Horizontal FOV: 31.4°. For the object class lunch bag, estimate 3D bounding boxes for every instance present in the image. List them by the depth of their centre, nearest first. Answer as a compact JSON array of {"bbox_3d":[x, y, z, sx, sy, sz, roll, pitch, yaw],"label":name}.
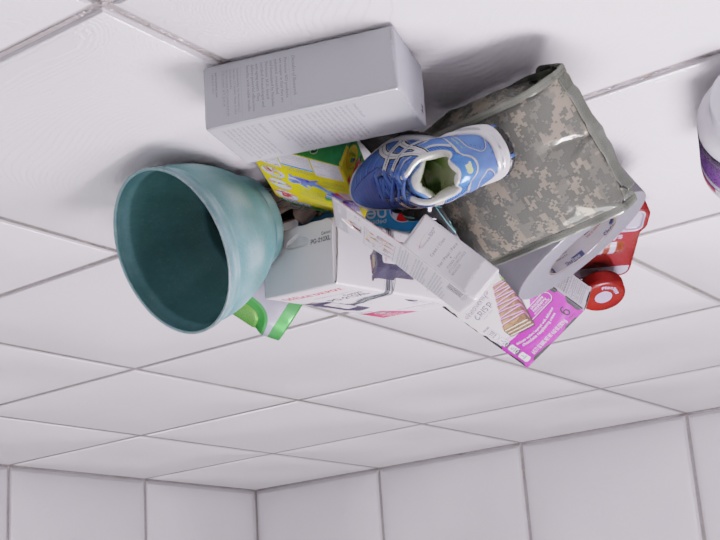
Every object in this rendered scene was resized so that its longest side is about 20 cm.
[{"bbox_3d":[0.177,-0.113,1.333,0.200,0.164,0.118,-20,-164,44],"label":"lunch bag"}]

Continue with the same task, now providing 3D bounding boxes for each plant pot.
[{"bbox_3d":[-0.177,-0.040,1.520,0.134,0.200,0.200,-24,-179,-44],"label":"plant pot"}]

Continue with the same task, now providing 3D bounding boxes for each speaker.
[{"bbox_3d":[-0.169,0.006,1.655,0.200,0.088,0.088,33,158,0],"label":"speaker"}]

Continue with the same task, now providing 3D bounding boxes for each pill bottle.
[{"bbox_3d":[0.423,-0.150,1.392,0.111,0.112,0.200,-9,163,14],"label":"pill bottle"}]

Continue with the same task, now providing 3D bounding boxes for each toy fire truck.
[{"bbox_3d":[0.289,-0.035,1.776,0.200,0.112,0.168,-3,139,-5],"label":"toy fire truck"}]

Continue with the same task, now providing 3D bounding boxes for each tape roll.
[{"bbox_3d":[0.254,-0.053,1.583,0.200,0.066,0.200,-35,163,-12],"label":"tape roll"}]

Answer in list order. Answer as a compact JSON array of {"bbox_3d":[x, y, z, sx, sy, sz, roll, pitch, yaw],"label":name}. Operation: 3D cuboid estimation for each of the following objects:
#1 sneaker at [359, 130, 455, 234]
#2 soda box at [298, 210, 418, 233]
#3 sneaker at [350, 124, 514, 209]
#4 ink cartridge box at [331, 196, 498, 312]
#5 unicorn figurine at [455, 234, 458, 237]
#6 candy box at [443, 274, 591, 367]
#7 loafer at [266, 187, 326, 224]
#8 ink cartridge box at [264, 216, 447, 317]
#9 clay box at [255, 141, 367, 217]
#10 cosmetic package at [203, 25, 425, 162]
[{"bbox_3d":[0.058,-0.102,1.432,0.200,0.079,0.075,35,174,-34],"label":"sneaker"},{"bbox_3d":[0.020,-0.064,1.656,0.200,0.064,0.068,-4,163,1],"label":"soda box"},{"bbox_3d":[0.056,-0.100,1.291,0.200,0.076,0.077,-15,-169,45],"label":"sneaker"},{"bbox_3d":[0.054,-0.027,1.347,0.176,0.045,0.200,36,176,3],"label":"ink cartridge box"},{"bbox_3d":[0.129,-0.062,1.563,0.074,0.137,0.200,-15,159,34],"label":"unicorn figurine"},{"bbox_3d":[0.190,0.022,1.733,0.200,0.061,0.136,35,128,-3],"label":"candy box"},{"bbox_3d":[-0.084,-0.077,1.590,0.200,0.063,0.072,-12,162,25],"label":"loafer"},{"bbox_3d":[0.000,0.000,1.586,0.200,0.084,0.145,10,164,-39],"label":"ink cartridge box"},{"bbox_3d":[-0.052,-0.114,1.448,0.115,0.048,0.200,16,168,12],"label":"clay box"},{"bbox_3d":[-0.045,-0.173,1.277,0.200,0.071,0.101,-9,162,16],"label":"cosmetic package"}]
